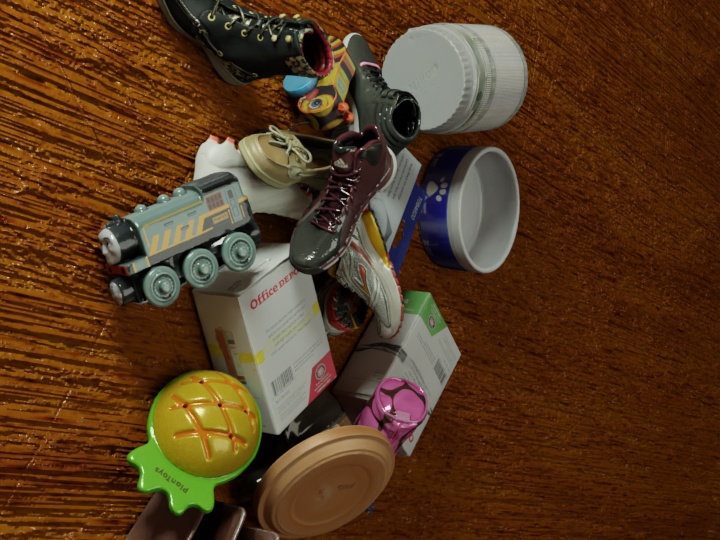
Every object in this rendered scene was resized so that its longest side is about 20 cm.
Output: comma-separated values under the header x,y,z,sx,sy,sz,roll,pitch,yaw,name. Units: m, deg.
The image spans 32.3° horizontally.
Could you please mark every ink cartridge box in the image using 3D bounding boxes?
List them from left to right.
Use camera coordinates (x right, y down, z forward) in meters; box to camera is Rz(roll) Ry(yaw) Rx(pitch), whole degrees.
x,y,z,sx,sy,sz,roll,pitch,yaw,name
-0.119,0.082,1.578,0.145,0.083,0.201,-40,126,-46,ink cartridge box
0.021,-0.100,1.729,0.200,0.040,0.201,44,50,-31,ink cartridge box
0.057,0.151,1.843,0.201,0.084,0.147,-58,137,-32,ink cartridge box

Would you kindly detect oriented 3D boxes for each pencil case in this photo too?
x,y,z,sx,sy,sz,roll,pitch,yaw,name
0.018,0.244,1.712,0.201,0.090,0.094,-61,-178,30,pencil case

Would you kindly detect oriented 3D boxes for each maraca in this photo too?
x,y,z,sx,sy,sz,roll,pitch,yaw,name
-0.191,0.198,1.455,0.107,0.137,0.200,-58,-179,45,maraca

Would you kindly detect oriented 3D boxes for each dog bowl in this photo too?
x,y,z,sx,sy,sz,roll,pitch,yaw,name
0.175,-0.099,1.987,0.199,0.078,0.202,-13,106,-54,dog bowl

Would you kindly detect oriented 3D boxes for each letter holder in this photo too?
x,y,z,sx,sy,sz,roll,pitch,yaw,name
-0.202,0.354,1.443,0.201,0.141,0.101,-59,138,-32,letter holder

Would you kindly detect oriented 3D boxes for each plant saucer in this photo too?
x,y,z,sx,sy,sz,roll,pitch,yaw,name
-0.043,0.283,1.619,0.199,0.032,0.201,-20,139,-18,plant saucer

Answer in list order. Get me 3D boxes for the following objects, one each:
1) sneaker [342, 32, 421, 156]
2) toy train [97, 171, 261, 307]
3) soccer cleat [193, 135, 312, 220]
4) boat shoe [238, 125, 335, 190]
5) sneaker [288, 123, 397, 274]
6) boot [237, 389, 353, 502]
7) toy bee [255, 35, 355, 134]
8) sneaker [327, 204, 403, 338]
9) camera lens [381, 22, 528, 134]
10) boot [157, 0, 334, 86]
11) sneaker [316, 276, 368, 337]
x,y,z,sx,sy,sz,roll,pitch,yaw,name
0.031,-0.242,1.682,0.070,0.099,0.202,3,71,-41,sneaker
-0.206,-0.035,1.419,0.199,0.085,0.115,-26,106,-31,toy train
-0.135,-0.097,1.551,0.200,0.069,0.078,31,74,-45,soccer cleat
-0.077,-0.144,1.533,0.200,0.063,0.074,-4,62,-61,boat shoe
-0.033,-0.099,1.512,0.201,0.075,0.116,-57,157,-19,sneaker
-0.106,0.220,1.654,0.200,0.075,0.097,-35,97,-36,boot
-0.044,-0.220,1.625,0.131,0.108,0.202,29,71,-55,toy bee
0.000,0.000,1.630,0.078,0.082,0.201,-121,-171,-71,sneaker
0.144,-0.284,1.842,0.199,0.159,0.162,-14,106,-54,camera lens
-0.133,-0.291,1.443,0.204,0.153,0.074,49,56,-47,boot
-0.026,0.029,1.726,0.078,0.082,0.200,57,30,-11,sneaker
